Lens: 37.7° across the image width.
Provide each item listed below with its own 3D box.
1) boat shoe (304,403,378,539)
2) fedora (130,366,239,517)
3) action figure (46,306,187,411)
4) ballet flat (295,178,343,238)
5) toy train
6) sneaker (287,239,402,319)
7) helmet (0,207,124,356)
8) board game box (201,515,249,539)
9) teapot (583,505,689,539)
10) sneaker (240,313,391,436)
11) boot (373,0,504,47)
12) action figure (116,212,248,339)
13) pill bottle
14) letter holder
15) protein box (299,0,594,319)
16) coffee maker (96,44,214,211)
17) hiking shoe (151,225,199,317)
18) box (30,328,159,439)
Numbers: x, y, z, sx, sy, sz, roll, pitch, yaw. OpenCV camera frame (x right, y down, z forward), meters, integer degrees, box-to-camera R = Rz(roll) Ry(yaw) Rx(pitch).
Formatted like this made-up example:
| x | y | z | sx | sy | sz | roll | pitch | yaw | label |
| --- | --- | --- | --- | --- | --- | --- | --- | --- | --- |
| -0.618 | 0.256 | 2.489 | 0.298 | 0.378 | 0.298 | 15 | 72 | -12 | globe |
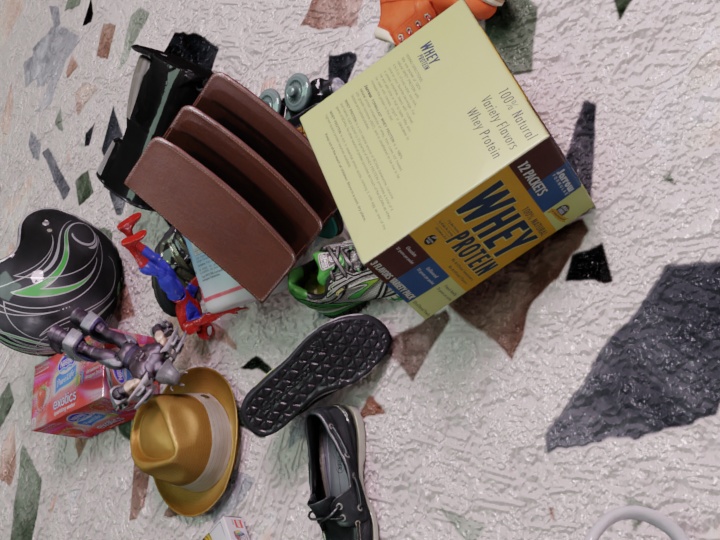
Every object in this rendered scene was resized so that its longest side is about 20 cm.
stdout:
| x | y | z | sx | sy | sz | roll | pitch | yaw | label |
| --- | --- | --- | --- | --- | --- | --- | --- | --- | --- |
| -0.028 | 0.239 | 1.119 | 0.074 | 0.066 | 0.203 | -19 | 65 | 42 | boat shoe |
| -0.234 | 0.212 | 1.336 | 0.199 | 0.081 | 0.204 | -16 | 68 | 43 | fedora |
| -0.299 | 0.107 | 1.346 | 0.198 | 0.070 | 0.131 | 21 | 54 | 25 | action figure |
| -0.092 | -0.116 | 1.217 | 0.198 | 0.073 | 0.074 | 33 | 106 | 2 | ballet flat |
| -0.086 | -0.164 | 1.299 | 0.198 | 0.084 | 0.116 | -20 | 74 | 42 | toy train |
| 0.000 | 0.000 | 1.148 | 0.199 | 0.084 | 0.079 | -30 | 58 | 37 | sneaker |
| -0.454 | 0.030 | 1.533 | 0.198 | 0.200 | 0.193 | -21 | 39 | 41 | helmet |
| -0.153 | 0.407 | 1.225 | 0.127 | 0.034 | 0.201 | -49 | 48 | 25 | board game box |
| 0.209 | 0.316 | 0.789 | 0.198 | 0.143 | 0.203 | -110 | 19 | -65 | teapot |
| -0.053 | 0.110 | 1.181 | 0.198 | 0.083 | 0.072 | -33 | 89 | 10 | sneaker |
| 0.082 | -0.283 | 1.162 | 0.199 | 0.074 | 0.109 | 32 | 105 | 55 | boot |
| -0.216 | 0.007 | 1.334 | 0.098 | 0.202 | 0.066 | -26 | 39 | -1 | action figure |
| -0.163 | -0.059 | 1.277 | 0.108 | 0.108 | 0.203 | -20 | 87 | 42 | pill bottle |
| -0.128 | -0.094 | 1.141 | 0.142 | 0.199 | 0.101 | -47 | 5 | 35 | letter holder |
| 0.080 | -0.105 | 1.018 | 0.199 | 0.135 | 0.200 | -34 | 53 | 13 | protein box |
| -0.266 | -0.184 | 1.443 | 0.192 | 0.133 | 0.203 | 41 | 114 | 56 | coffee maker |
| -0.214 | -0.033 | 1.395 | 0.100 | 0.075 | 0.203 | 15 | 89 | 51 | hiking shoe |
| -0.377 | 0.163 | 1.496 | 0.198 | 0.094 | 0.104 | -24 | 60 | 40 | box |
